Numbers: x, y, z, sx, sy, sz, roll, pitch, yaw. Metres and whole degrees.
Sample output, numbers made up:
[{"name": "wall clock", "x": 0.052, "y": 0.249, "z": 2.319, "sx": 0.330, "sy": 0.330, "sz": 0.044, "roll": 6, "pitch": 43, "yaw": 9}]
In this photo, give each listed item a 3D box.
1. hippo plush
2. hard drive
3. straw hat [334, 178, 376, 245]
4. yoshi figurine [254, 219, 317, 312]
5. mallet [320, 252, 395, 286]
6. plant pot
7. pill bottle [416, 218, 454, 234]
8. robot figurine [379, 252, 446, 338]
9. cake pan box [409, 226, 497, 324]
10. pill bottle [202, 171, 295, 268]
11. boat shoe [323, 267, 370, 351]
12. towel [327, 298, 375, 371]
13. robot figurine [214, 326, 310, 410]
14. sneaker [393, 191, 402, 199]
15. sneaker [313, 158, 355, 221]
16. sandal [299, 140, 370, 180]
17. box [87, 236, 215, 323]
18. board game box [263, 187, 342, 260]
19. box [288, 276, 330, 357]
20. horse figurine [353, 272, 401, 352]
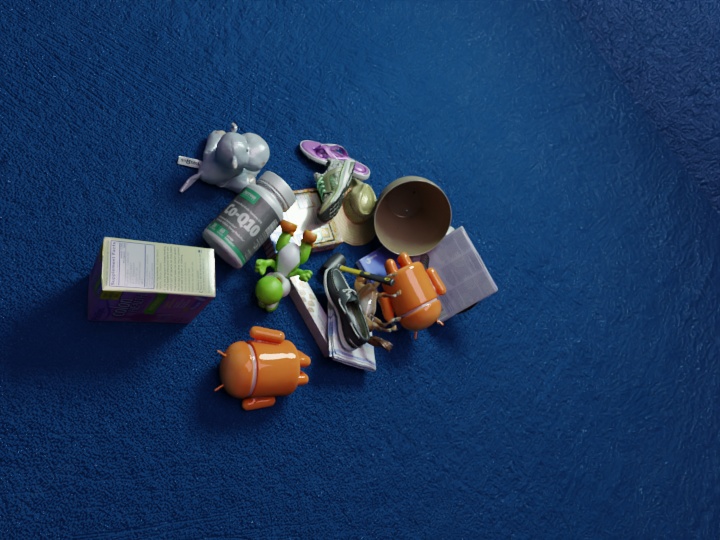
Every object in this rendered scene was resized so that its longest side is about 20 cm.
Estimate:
[{"name": "hippo plush", "x": -0.292, "y": -0.270, "z": 1.291, "sx": 0.197, "sy": 0.160, "sz": 0.163, "roll": 3, "pitch": 69, "yaw": -33}, {"name": "hard drive", "x": 0.085, "y": 0.038, "z": 1.505, "sx": 0.131, "sy": 0.025, "sz": 0.202, "roll": -30, "pitch": 89, "yaw": -39}, {"name": "straw hat", "x": -0.001, "y": -0.174, "z": 1.498, "sx": 0.198, "sy": 0.085, "sz": 0.205, "roll": 14, "pitch": 63, "yaw": -29}, {"name": "yoshi figurine", "x": -0.171, "y": -0.003, "z": 1.254, "sx": 0.111, "sy": 0.111, "sz": 0.203, "roll": 22, "pitch": 93, "yaw": -48}, {"name": "mallet", "x": 0.000, "y": 0.000, "z": 1.377, "sx": 0.066, "sy": 0.196, "sz": 0.042, "roll": -53, "pitch": 142, "yaw": -41}, {"name": "plant pot", "x": 0.125, "y": -0.159, "z": 1.487, "sx": 0.198, "sy": 0.201, "sz": 0.135, "roll": 30, "pitch": 22, "yaw": -20}, {"name": "pill bottle", "x": 0.231, "y": -0.048, "z": 1.586, "sx": 0.113, "sy": 0.113, "sz": 0.202, "roll": -29, "pitch": 87, "yaw": -39}, {"name": "robot figurine", "x": 0.125, "y": 0.061, "z": 1.425, "sx": 0.142, "sy": 0.116, "sz": 0.203, "roll": -21, "pitch": 82, "yaw": -43}, {"name": "cake pan box", "x": 0.237, "y": 0.016, "z": 1.507, "sx": 0.202, "sy": 0.183, "sz": 0.052, "roll": 59, "pitch": 19, "yaw": 2}, {"name": "pill bottle", "x": -0.239, "y": -0.113, "z": 1.257, "sx": 0.113, "sy": 0.113, "sz": 0.201, "roll": 43, "pitch": 72, "yaw": -11}, {"name": "boat shoe", "x": -0.027, "y": 0.079, "z": 1.319, "sx": 0.075, "sy": 0.060, "sz": 0.203, "roll": -3, "pitch": 67, "yaw": -51}, {"name": "towel", "x": -0.021, "y": 0.131, "z": 1.361, "sx": 0.145, "sy": 0.024, "sz": 0.203, "roll": 26, "pitch": 47, "yaw": -38}, {"name": "robot figurine", "x": -0.202, "y": 0.200, "z": 1.182, "sx": 0.197, "sy": 0.145, "sz": 0.118, "roll": 3, "pitch": 46, "yaw": -33}, {"name": "sneaker", "x": 0.149, "y": -0.209, "z": 1.613, "sx": 0.198, "sy": 0.088, "sz": 0.078, "roll": -21, "pitch": 82, "yaw": -39}, {"name": "sneaker", "x": -0.080, "y": -0.203, "z": 1.417, "sx": 0.087, "sy": 0.078, "sz": 0.202, "roll": 19, "pitch": 53, "yaw": 4}, {"name": "sandal", "x": -0.062, "y": -0.304, "z": 1.512, "sx": 0.199, "sy": 0.050, "sz": 0.083, "roll": 22, "pitch": 37, "yaw": -12}, {"name": "box", "x": -0.395, "y": 0.027, "z": 1.084, "sx": 0.197, "sy": 0.175, "sz": 0.099, "roll": 6, "pitch": 66, "yaw": -32}, {"name": "board game box", "x": -0.153, "y": -0.115, "z": 1.393, "sx": 0.197, "sy": 0.046, "sz": 0.154, "roll": -12, "pitch": 77, "yaw": -37}, {"name": "box", "x": -0.110, "y": 0.102, "z": 1.335, "sx": 0.038, "sy": 0.041, "sz": 0.202, "roll": -29, "pitch": 87, "yaw": -39}, {"name": "horse figurine", "x": 0.033, "y": 0.091, "z": 1.354, "sx": 0.050, "sy": 0.130, "sz": 0.204, "roll": 32, "pitch": 53, "yaw": -53}]
